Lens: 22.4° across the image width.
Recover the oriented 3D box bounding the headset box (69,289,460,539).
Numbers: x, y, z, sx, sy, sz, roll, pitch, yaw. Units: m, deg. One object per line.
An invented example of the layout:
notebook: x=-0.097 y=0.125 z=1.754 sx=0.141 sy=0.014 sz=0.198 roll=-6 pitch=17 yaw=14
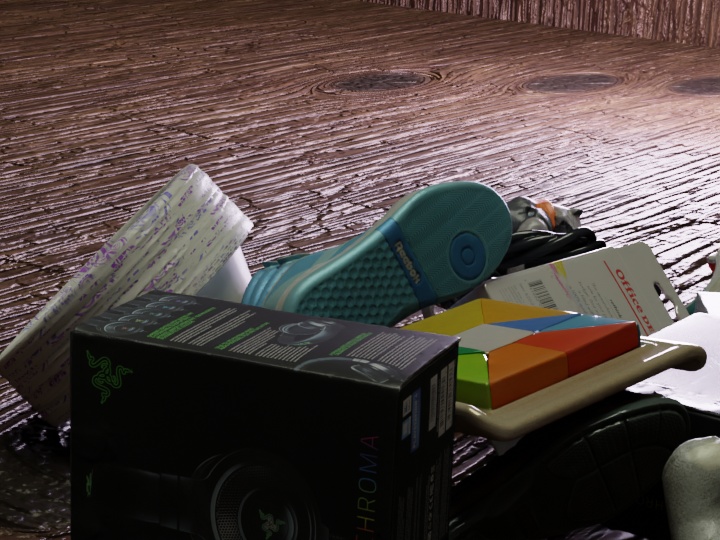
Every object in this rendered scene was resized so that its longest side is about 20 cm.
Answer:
headset box: x=-0.058 y=0.113 z=0.954 sx=0.198 sy=0.176 sz=0.093 roll=9 pitch=16 yaw=22

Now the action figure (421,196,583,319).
action figure: x=0.123 y=-0.015 z=1.595 sx=0.192 sy=0.106 sz=0.200 roll=-17 pitch=20 yaw=-27

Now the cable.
cable: x=0.158 y=0.009 z=1.442 sx=0.199 sy=0.051 sz=0.163 roll=22 pitch=-30 yaw=-29

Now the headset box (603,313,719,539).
headset box: x=0.238 y=0.107 z=1.149 sx=0.173 sy=0.094 sz=0.199 roll=13 pitch=19 yaw=36

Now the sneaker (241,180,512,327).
sneaker: x=0.000 y=0.000 z=1.235 sx=0.199 sy=0.080 sz=0.130 roll=-28 pitch=11 yaw=-29

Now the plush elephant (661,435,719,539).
plush elephant: x=0.226 y=0.178 z=0.810 sx=0.153 sy=0.165 sz=0.201 roll=-9 pitch=43 yaw=8

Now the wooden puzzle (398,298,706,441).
wooden puzzle: x=0.075 y=0.051 z=1.069 sx=0.199 sy=0.038 sz=0.184 roll=-12 pitch=14 yaw=-41

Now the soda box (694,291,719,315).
soda box: x=0.296 y=0.074 z=1.362 sx=0.068 sy=0.064 sz=0.200 roll=3 pitch=16 yaw=2

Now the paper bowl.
paper bowl: x=-0.153 y=0.030 z=1.271 sx=0.104 sy=0.201 sz=0.201 roll=45 pitch=13 yaw=-9

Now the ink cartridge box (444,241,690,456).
ink cartridge box: x=0.156 y=0.055 z=1.297 sx=0.199 sy=0.118 sz=0.067 roll=-13 pitch=-20 yaw=-46

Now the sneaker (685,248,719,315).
sneaker: x=0.346 y=-0.020 z=1.557 sx=0.093 sy=0.070 sz=0.200 roll=12 pitch=58 yaw=51

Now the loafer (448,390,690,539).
loafer: x=0.094 y=0.120 z=1.035 sx=0.199 sy=0.072 sz=0.063 roll=-30 pitch=36 yaw=-16
